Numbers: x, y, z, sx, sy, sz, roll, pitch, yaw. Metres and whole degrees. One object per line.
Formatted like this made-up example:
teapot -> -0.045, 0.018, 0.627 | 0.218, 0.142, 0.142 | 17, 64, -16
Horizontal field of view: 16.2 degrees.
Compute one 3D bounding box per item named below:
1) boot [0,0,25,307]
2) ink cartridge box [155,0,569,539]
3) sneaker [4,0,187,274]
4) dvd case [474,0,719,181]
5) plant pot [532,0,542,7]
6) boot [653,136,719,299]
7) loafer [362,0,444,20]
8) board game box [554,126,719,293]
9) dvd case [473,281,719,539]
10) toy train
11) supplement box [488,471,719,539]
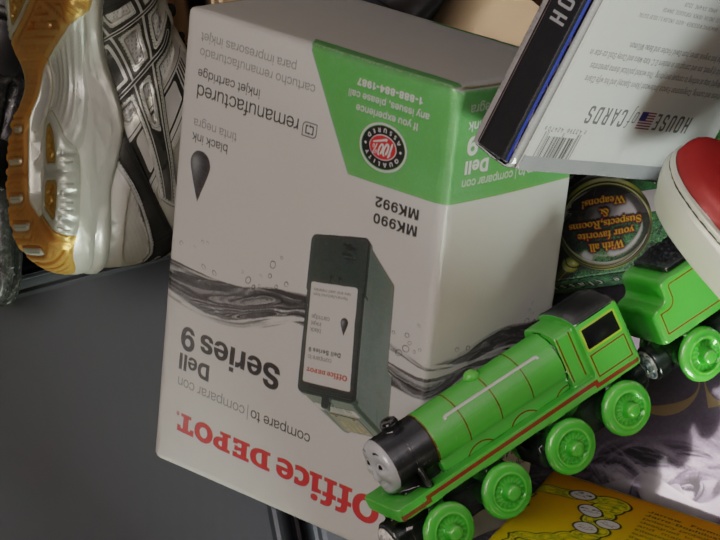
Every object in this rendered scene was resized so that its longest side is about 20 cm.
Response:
boot -> -0.241, -0.074, 1.177 | 0.211, 0.079, 0.158 | 14, 91, 20
ink cartridge box -> 0.000, 0.000, 1.033 | 0.146, 0.084, 0.200 | 20, 113, 37
sneaker -> -0.107, -0.099, 1.123 | 0.076, 0.088, 0.200 | 19, 107, 56
dvd case -> 0.131, -0.126, 0.959 | 0.025, 0.150, 0.200 | 37, 108, 28
plant pot -> 0.079, -0.214, 1.017 | 0.198, 0.200, 0.200 | 38, 99, 29
boot -> 0.216, -0.018, 0.927 | 0.200, 0.072, 0.144 | 37, 125, 11
loafer -> -0.037, -0.176, 1.120 | 0.200, 0.073, 0.072 | 44, 92, 8
board game box -> 0.105, -0.045, 1.071 | 0.200, 0.023, 0.105 | -8, 73, 20
dvd case -> 0.109, 0.080, 1.070 | 0.200, 0.016, 0.149 | -11, 82, 19
toy train -> 0.083, 0.042, 0.987 | 0.200, 0.042, 0.056 | -32, 111, -21
supplement box -> 0.085, 0.166, 0.960 | 0.109, 0.200, 0.109 | 18, 106, 15
